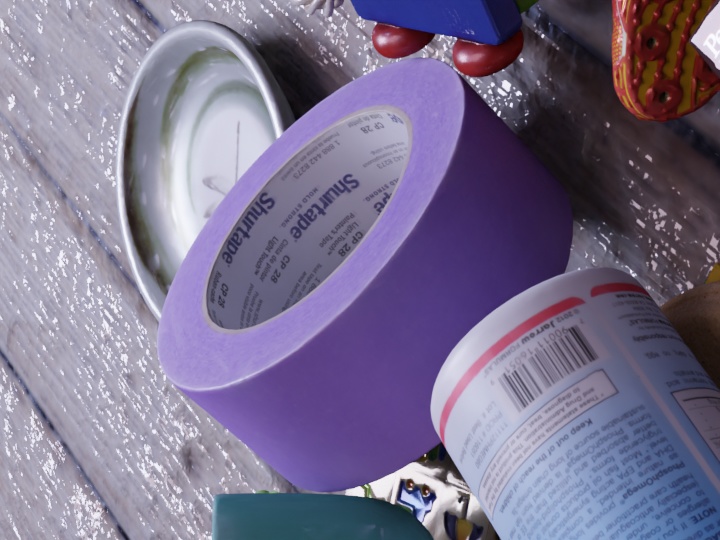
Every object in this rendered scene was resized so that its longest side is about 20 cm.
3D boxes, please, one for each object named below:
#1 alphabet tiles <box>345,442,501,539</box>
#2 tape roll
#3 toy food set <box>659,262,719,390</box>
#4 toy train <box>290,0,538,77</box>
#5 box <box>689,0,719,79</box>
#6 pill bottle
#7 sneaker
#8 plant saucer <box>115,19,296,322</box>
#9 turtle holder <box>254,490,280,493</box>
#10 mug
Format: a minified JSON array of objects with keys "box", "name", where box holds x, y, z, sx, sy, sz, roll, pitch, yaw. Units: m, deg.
[{"box":[0.041,0.173,0.817,0.166,0.006,0.202,16,96,45],"name":"alphabet tiles"},{"box":[0.000,0.000,0.806,0.199,0.085,0.201,-36,29,23],"name":"tape roll"},{"box":[0.175,0.100,0.710,0.200,0.048,0.200,44,127,41],"name":"toy food set"},{"box":[0.037,-0.168,0.813,0.199,0.115,0.085,23,146,56],"name":"toy train"},{"box":[0.221,-0.057,0.612,0.201,0.074,0.101,58,136,32],"name":"box"},{"box":[0.117,0.105,0.659,0.201,0.108,0.109,59,136,30],"name":"pill bottle"},{"box":[0.140,-0.166,0.722,0.077,0.072,0.202,-148,62,-71],"name":"sneaker"},{"box":[-0.082,-0.052,1.025,0.199,0.050,0.203,10,103,51],"name":"plant saucer"},{"box":[-0.065,0.240,0.990,0.141,0.186,0.132,45,137,-4],"name":"turtle holder"},{"box":[-0.012,0.194,0.755,0.152,0.113,0.187,102,168,-64],"name":"mug"}]
